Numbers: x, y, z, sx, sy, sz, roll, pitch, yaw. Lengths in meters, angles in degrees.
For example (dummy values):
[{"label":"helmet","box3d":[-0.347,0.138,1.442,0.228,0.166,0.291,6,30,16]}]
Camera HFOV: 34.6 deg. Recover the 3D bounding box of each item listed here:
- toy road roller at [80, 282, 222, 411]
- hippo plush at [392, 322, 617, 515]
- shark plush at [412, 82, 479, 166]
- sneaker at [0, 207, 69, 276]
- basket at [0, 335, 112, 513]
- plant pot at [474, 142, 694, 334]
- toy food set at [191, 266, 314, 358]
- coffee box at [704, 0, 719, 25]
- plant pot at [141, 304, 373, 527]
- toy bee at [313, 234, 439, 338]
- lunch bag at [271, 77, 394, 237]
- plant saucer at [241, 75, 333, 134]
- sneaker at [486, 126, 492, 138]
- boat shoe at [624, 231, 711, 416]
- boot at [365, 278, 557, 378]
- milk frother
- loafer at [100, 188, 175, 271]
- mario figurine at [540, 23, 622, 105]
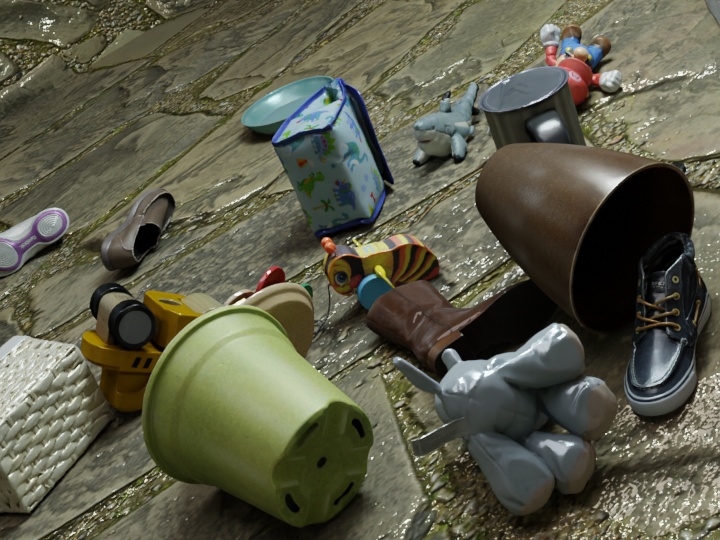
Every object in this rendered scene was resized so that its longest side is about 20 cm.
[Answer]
[{"label":"toy road roller","box3d":[-0.268,0.105,1.516,0.197,0.149,0.122,6,11,-30]},{"label":"hippo plush","box3d":[0.130,0.145,1.092,0.197,0.162,0.161,-12,-6,-9]},{"label":"shark plush","box3d":[0.149,-0.241,1.809,0.090,0.084,0.200,7,40,46]},{"label":"sneaker","box3d":[-0.628,-0.048,2.147,0.198,0.076,0.100,-28,8,-9]},{"label":"basket","box3d":[-0.422,0.190,1.437,0.122,0.137,0.201,-3,33,32]},{"label":"plant pot","box3d":[0.223,-0.060,1.246,0.186,0.189,0.199,-34,41,-20]},{"label":"toy food set","box3d":[-0.124,0.090,1.316,0.048,0.200,0.199,36,51,27]},{"label":"coffee box","box3d":[0.620,-0.507,1.771,0.195,0.202,0.201,-17,26,14]},{"label":"plant pot","box3d":[-0.092,0.162,1.175,0.200,0.203,0.183,-37,41,-26]},{"label":"toy bee","box3d":[0.000,0.000,1.463,0.199,0.110,0.130,-37,31,-25]},{"label":"lunch bag","box3d":[-0.030,-0.177,1.743,0.126,0.172,0.201,-13,26,21]},{"label":"plant saucer","box3d":[-0.135,-0.315,2.241,0.197,0.036,0.201,-19,26,10]},{"label":"sneaker","box3d":[0.235,-0.173,1.647,0.073,0.071,0.201,-53,27,18]},{"label":"boat shoe","box3d":[0.295,0.049,1.140,0.070,0.092,0.201,-7,31,31]},{"label":"boot","box3d":[0.114,0.040,1.353,0.185,0.065,0.200,-29,22,-13]},{"label":"milk frother","box3d":[0.276,-0.155,1.423,0.198,0.190,0.180,-30,27,-14]},{"label":"loafer","box3d":[-0.358,-0.065,1.943,0.070,0.074,0.201,3,40,25]},{"label":"mario figurine","box3d":[0.343,-0.332,1.792,0.122,0.107,0.201,-8,28,25]}]
